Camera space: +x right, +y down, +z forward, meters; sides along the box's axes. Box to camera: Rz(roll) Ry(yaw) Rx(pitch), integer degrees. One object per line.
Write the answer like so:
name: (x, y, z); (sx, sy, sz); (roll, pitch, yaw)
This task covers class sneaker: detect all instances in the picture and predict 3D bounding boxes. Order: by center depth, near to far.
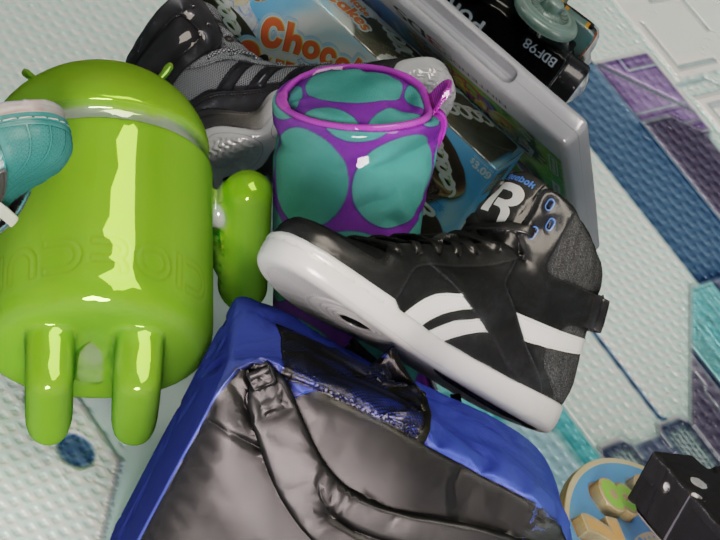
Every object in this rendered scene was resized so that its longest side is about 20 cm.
sneaker: (-0.214, -0.005, 1.173); (0.080, 0.199, 0.071); (61, 2, 16)
sneaker: (0.041, -0.009, 1.219); (0.200, 0.073, 0.112); (32, 78, -39)
sneaker: (-0.053, -0.104, 1.368); (0.199, 0.076, 0.114); (-17, 59, 6)

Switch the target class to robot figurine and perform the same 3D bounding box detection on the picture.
robot figurine: (-0.130, -0.016, 1.246); (0.174, 0.116, 0.201); (0, 63, -5)

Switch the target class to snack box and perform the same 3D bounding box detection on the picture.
snack box: (-0.015, -0.090, 1.425); (0.200, 0.116, 0.037); (43, 37, 10)

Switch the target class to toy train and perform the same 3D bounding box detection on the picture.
toy train: (0.068, -0.184, 1.612); (0.200, 0.085, 0.114); (36, 29, 0)

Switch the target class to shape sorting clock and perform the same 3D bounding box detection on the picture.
shape sorting clock: (0.177, 0.183, 1.323); (0.200, 0.039, 0.200); (40, 26, -25)

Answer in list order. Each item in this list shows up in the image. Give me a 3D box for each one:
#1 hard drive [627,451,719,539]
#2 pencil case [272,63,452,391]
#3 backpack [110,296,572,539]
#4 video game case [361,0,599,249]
hard drive: (0.242, 0.170, 1.288); (0.139, 0.038, 0.200); (9, 27, -37)
pencil case: (0.000, 0.000, 1.285); (0.092, 0.201, 0.085); (0, 24, 1)
backpack: (0.000, 0.115, 1.197); (0.199, 0.163, 0.168); (25, 20, -9)
video game case: (0.063, -0.098, 1.444); (0.022, 0.200, 0.182); (-44, 72, -8)
